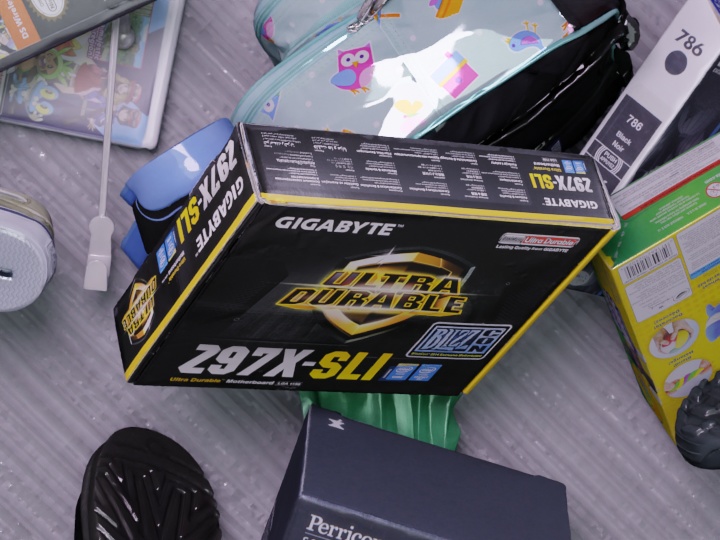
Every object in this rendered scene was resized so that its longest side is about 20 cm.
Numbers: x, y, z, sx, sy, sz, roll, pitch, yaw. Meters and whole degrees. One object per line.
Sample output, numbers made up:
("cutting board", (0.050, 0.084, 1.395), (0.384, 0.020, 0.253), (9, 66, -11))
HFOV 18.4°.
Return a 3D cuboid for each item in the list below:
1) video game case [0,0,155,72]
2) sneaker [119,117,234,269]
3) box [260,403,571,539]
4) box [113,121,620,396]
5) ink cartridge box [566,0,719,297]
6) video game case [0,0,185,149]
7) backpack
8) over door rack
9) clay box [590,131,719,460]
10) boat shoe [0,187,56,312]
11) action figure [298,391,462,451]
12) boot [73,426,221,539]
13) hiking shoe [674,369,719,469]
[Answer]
("video game case", (-0.211, -0.194, 1.098), (0.181, 0.026, 0.200), (-24, 102, 2))
("sneaker", (-0.077, -0.014, 1.133), (0.070, 0.200, 0.078), (-33, 82, -13))
("box", (0.010, 0.197, 1.171), (0.148, 0.107, 0.200), (17, 111, -5))
("box", (0.000, 0.000, 1.081), (0.200, 0.160, 0.049), (4, 56, -31))
("ink cartridge box", (0.170, -0.075, 1.179), (0.039, 0.099, 0.200), (42, 107, 31))
("video game case", (-0.181, -0.180, 1.205), (0.182, 0.023, 0.200), (11, 91, -5))
("backpack", (0.025, -0.097, 1.152), (0.200, 0.176, 0.153), (-42, 80, -3))
("over door rack", (-0.196, -0.099, 1.170), (0.148, 0.067, 0.200), (6, 105, -3))
("clay box", (0.194, 0.015, 1.192), (0.115, 0.200, 0.048), (-30, 50, -2))
("boat shoe", (-0.251, -0.027, 1.121), (0.200, 0.062, 0.072), (16, 111, -9))
("action figure", (0.011, 0.094, 1.221), (0.118, 0.055, 0.200), (-5, 101, -6))
("boot", (-0.152, 0.202, 1.198), (0.079, 0.211, 0.158), (24, 135, -29))
("hiking shoe", (0.258, 0.092, 1.201), (0.200, 0.074, 0.087), (-8, 116, -24))
